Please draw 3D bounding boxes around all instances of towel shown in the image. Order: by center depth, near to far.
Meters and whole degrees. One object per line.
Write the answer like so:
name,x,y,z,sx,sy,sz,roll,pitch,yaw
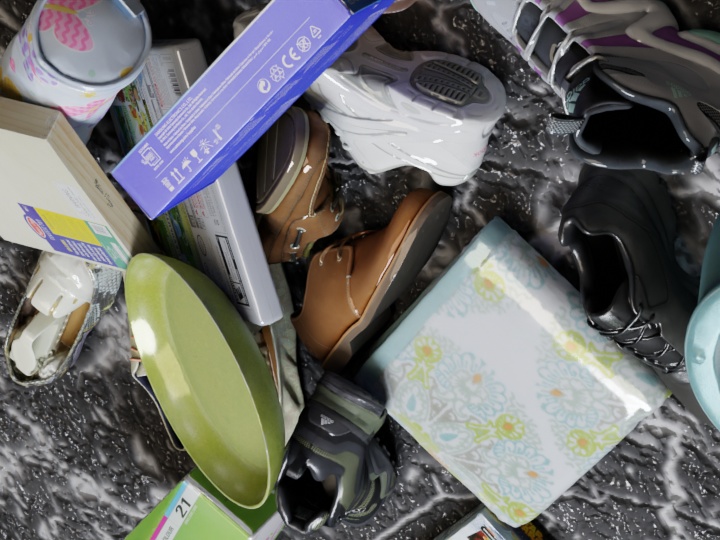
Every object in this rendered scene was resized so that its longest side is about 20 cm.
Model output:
towel,0.103,0.076,1.455,0.171,0.048,0.200,42,134,1

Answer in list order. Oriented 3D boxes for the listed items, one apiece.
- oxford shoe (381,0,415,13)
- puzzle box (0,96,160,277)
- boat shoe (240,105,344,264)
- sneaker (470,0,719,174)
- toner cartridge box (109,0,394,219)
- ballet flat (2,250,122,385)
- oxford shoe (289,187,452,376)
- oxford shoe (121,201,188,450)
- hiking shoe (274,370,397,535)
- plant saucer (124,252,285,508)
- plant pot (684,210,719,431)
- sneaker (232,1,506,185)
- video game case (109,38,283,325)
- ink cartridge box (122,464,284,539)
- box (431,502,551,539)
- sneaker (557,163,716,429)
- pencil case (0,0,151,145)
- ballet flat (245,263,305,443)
oxford shoe,-0.045,-0.227,1.337,0.200,0.073,0.071,27,131,18
puzzle box,-0.235,-0.065,1.474,0.133,0.025,0.200,14,157,23
boat shoe,-0.043,-0.059,1.430,0.068,0.072,0.200,10,161,-13
sneaker,0.132,-0.120,1.236,0.200,0.140,0.078,26,131,18
toner cartridge box,-0.064,-0.119,1.288,0.043,0.095,0.200,48,118,1
ballet flat,-0.240,0.027,1.647,0.072,0.072,0.201,37,133,9
oxford shoe,0.000,0.000,1.461,0.071,0.071,0.200,44,136,8
oxford shoe,-0.147,0.044,1.588,0.071,0.074,0.201,-8,113,41
hiking shoe,-0.029,0.153,1.532,0.076,0.101,0.200,31,157,20
plant saucer,-0.107,0.074,1.484,0.200,0.031,0.200,45,149,37
plant pot,0.281,0.014,1.190,0.200,0.188,0.201,18,128,25
sneaker,-0.003,-0.112,1.385,0.200,0.078,0.100,28,135,18
video game case,-0.125,-0.065,1.463,0.182,0.022,0.201,11,121,64
ink cartridge box,-0.135,0.225,1.613,0.076,0.200,0.148,39,134,7
box,0.129,0.274,1.572,0.200,0.040,0.137,47,133,0
sneaker,0.186,0.027,1.333,0.076,0.091,0.200,-27,103,41
pencil case,-0.205,-0.135,1.436,0.083,0.091,0.200,62,158,3
ballet flat,-0.081,0.056,1.559,0.067,0.062,0.201,5,121,32
